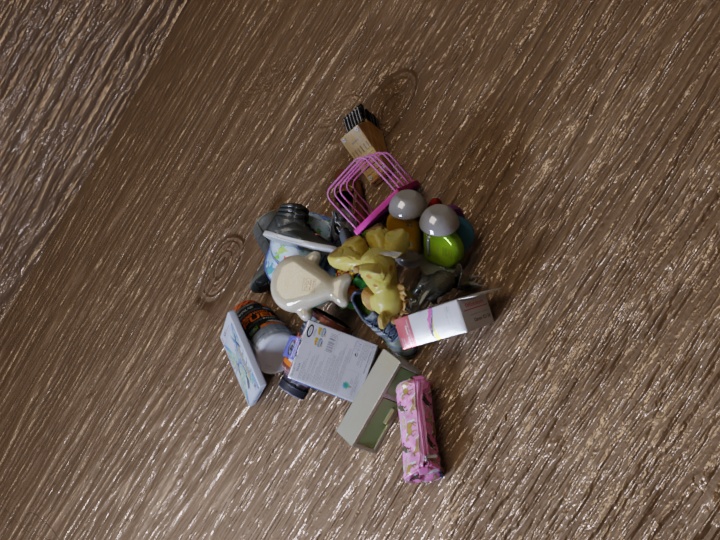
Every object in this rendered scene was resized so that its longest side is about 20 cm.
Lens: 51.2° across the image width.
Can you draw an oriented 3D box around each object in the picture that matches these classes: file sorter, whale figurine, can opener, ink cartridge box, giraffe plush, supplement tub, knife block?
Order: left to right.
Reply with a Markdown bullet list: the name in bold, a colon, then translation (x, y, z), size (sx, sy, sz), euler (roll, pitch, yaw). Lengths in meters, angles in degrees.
- **supplement tub**: translation (-0.251, 0.162, 1.901), size (0.123, 0.122, 0.200), euler (-57, 41, 5)
- **supplement tub**: translation (-0.114, 0.196, 1.753), size (0.107, 0.106, 0.202), euler (28, 89, 49)
- **whale figurine**: translation (-0.105, 0.037, 1.718), size (0.197, 0.104, 0.162), euler (5, 84, 22)
- **ink cartridge box**: translation (-0.073, 0.195, 1.650), size (0.197, 0.076, 0.138), euler (20, 79, 4)
- **can opener**: translation (-0.026, -0.064, 1.707), size (0.067, 0.053, 0.202), euler (110, 152, -43)
- **knife block**: translation (0.027, -0.332, 1.947), size (0.064, 0.175, 0.201), euler (-34, 92, 28)
- **file sorter**: translation (0.027, -0.188, 1.726), size (0.139, 0.200, 0.126), euler (-43, 88, 20)
- **giraffe plush**: translation (0.046, 0.020, 1.549), size (0.171, 0.164, 0.200), euler (-25, 25, -15)
- **ink cartridge box**: translation (0.181, 0.094, 1.487), size (0.198, 0.116, 0.068), euler (-21, 85, 38)

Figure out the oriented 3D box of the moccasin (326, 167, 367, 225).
- **moccasin**: translation (-0.037, -0.187, 1.907), size (0.073, 0.077, 0.203), euler (-32, 49, 29)

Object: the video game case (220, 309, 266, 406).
- **video game case**: translation (-0.293, 0.220, 1.858), size (0.202, 0.022, 0.183), euler (63, 155, 16)

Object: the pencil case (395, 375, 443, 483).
- **pencil case**: translation (0.114, 0.311, 1.473), size (0.086, 0.082, 0.202), euler (-29, 49, 33)

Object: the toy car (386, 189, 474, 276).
- **toy car**: translation (0.158, -0.087, 1.609), size (0.149, 0.177, 0.199), euler (-33, 45, -32)

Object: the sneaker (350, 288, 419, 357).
- **sneaker**: translation (0.046, 0.114, 1.625), size (0.200, 0.081, 0.074), euler (43, 102, 24)

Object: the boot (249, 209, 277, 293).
- **boot**: translation (-0.263, -0.055, 2.073), size (0.181, 0.073, 0.200), euler (-41, 50, 3)

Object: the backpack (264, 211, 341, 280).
- **backpack**: translation (-0.144, -0.046, 1.856), size (0.181, 0.147, 0.203), euler (18, 86, 17)

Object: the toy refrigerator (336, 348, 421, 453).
- **toy refrigerator**: translation (0.041, 0.275, 1.574), size (0.070, 0.076, 0.202), euler (31, 92, 49)

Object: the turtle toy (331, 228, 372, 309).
- **turtle toy**: translation (0.000, 0.000, 1.747), size (0.145, 0.101, 0.202), euler (32, 93, 49)

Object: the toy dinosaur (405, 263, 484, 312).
- **toy dinosaur**: translation (0.150, 0.030, 1.502), size (0.102, 0.199, 0.078), euler (-38, 70, 38)

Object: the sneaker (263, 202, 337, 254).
- **sneaker**: translation (-0.128, -0.101, 1.747), size (0.198, 0.071, 0.100), euler (16, 80, 26)
